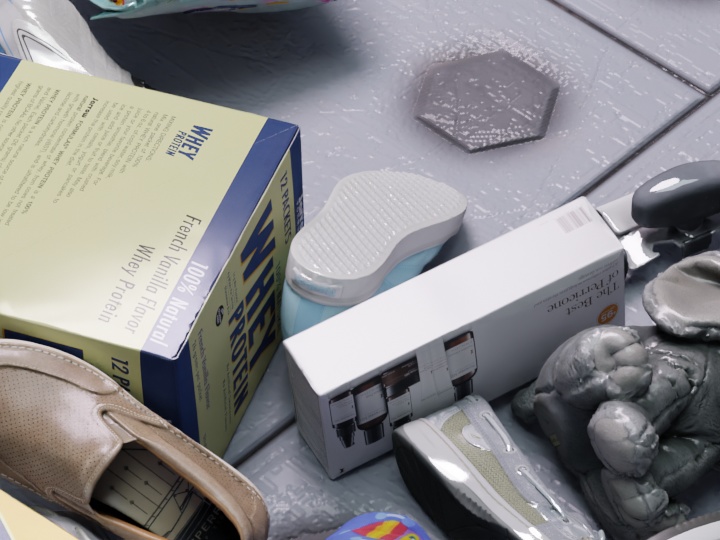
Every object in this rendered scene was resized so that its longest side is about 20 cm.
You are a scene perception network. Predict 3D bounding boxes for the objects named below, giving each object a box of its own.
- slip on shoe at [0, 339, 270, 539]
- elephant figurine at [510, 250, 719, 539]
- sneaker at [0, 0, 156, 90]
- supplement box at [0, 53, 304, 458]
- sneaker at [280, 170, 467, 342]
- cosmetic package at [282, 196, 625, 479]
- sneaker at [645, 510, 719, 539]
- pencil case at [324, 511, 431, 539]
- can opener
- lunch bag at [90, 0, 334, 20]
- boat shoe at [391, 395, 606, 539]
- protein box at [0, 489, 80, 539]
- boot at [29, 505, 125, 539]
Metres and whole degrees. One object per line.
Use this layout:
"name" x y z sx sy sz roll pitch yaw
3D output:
"slip on shoe" -0.140 0.100 1.551 0.199 0.061 0.076 33 94 0
"elephant figurine" 0.208 0.061 1.632 0.199 0.142 0.156 -26 65 -14
"sneaker" -0.170 -0.098 1.851 0.072 0.073 0.200 -9 51 -48
"supplement box" -0.156 0.005 1.689 0.198 0.135 0.201 13 48 14
"sneaker" 0.000 0.000 1.742 0.074 0.082 0.200 26 27 18
"cosmetic package" 0.057 0.039 1.675 0.199 0.083 0.051 -26 54 -14
"sneaker" 0.227 0.193 1.510 0.199 0.084 0.121 1 40 -32
"pencil case" -0.017 0.192 1.496 0.078 0.087 0.200 29 22 12
"can opener" 0.137 -0.020 1.760 0.199 0.067 0.053 -24 51 -14
"lunch bag" -0.108 -0.227 1.902 0.169 0.123 0.200 -5 39 -31
"boat shoe" 0.096 0.139 1.597 0.065 0.075 0.202 -30 45 -20
"protein box" -0.178 0.230 1.423 0.198 0.201 0.135 29 53 26
"boot" -0.154 0.176 1.516 0.095 0.074 0.200 15 9 -28
